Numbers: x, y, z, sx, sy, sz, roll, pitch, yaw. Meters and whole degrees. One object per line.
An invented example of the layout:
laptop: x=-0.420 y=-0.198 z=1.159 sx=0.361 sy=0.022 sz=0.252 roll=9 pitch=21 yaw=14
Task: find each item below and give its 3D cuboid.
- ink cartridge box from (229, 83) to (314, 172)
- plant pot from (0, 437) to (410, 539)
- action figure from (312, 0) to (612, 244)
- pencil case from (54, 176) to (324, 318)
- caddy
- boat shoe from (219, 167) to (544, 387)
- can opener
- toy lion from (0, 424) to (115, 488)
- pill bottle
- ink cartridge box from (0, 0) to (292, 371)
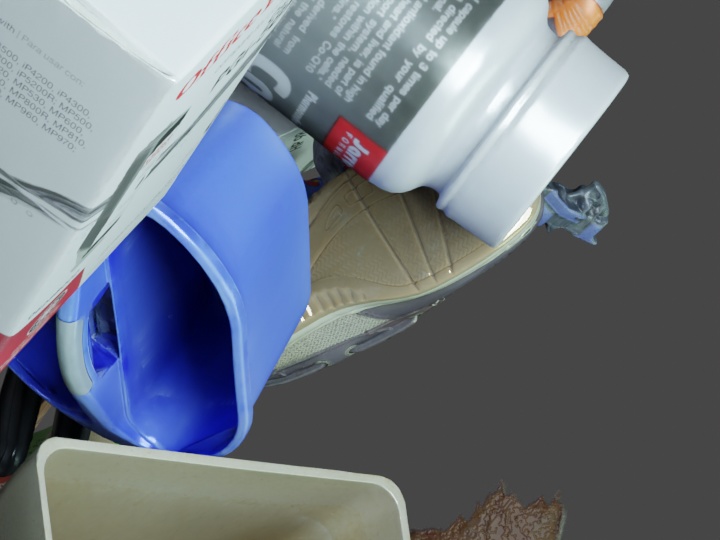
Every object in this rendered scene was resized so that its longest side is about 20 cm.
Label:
ink cartridge box: x=-0.038 y=-0.092 z=1.459 sx=0.200 sy=0.067 sz=0.116 roll=-26 pitch=172 yaw=-14
plant pot: x=-0.098 y=0.206 z=1.282 sx=0.177 sy=0.199 sz=0.201 roll=-32 pitch=-122 yaw=45
action figure: x=0.057 y=-0.097 z=1.368 sx=0.193 sy=0.200 sz=0.105 roll=-43 pitch=-137 yaw=17
pencil case: x=-0.087 y=0.000 z=1.399 sx=0.078 sy=0.199 sz=0.087 roll=6 pitch=-82 yaw=56
caddy: x=-0.101 y=0.003 z=1.233 sx=0.105 sy=0.141 sz=0.200 roll=-57 pitch=160 yaw=-32
boat shoe: x=0.000 y=0.000 z=1.335 sx=0.200 sy=0.072 sz=0.065 roll=-29 pitch=157 yaw=16
can opener: x=-0.149 y=0.032 z=1.429 sx=0.200 sy=0.063 sz=0.079 roll=-94 pitch=-160 yaw=-46
toy lion: x=-0.148 y=0.145 z=1.518 sx=0.200 sy=0.192 sz=0.069 roll=-16 pitch=-143 yaw=38
pill bottle: x=0.007 y=-0.106 z=1.226 sx=0.114 sy=0.200 sz=0.114 roll=-52 pitch=179 yaw=-1
ink cartridge box: x=-0.096 y=-0.068 z=0.994 sx=0.147 sy=0.083 sz=0.200 roll=-51 pitch=179 yaw=-43
